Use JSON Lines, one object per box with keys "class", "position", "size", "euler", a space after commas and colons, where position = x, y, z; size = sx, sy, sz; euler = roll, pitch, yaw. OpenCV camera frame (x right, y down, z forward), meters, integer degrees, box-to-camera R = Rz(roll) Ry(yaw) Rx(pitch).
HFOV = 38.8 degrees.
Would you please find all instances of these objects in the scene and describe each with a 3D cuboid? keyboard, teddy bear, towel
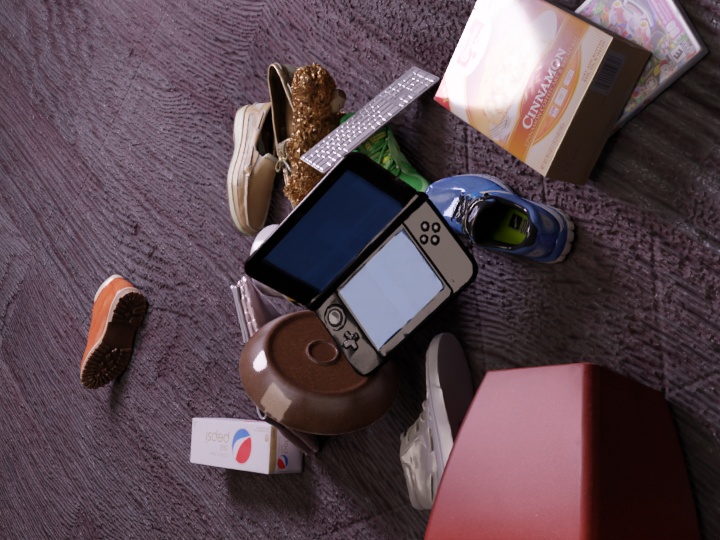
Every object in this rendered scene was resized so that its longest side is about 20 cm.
{"class": "keyboard", "position": [0.013, -0.190, 1.282], "size": [0.199, 0.011, 0.056], "euler": [-41, 37, -15]}
{"class": "teddy bear", "position": [-0.055, -0.169, 1.362], "size": [0.066, 0.144, 0.204], "euler": [16, 100, 26]}
{"class": "towel", "position": [-0.113, 0.130, 1.359], "size": [0.032, 0.191, 0.203], "euler": [-19, 65, 6]}

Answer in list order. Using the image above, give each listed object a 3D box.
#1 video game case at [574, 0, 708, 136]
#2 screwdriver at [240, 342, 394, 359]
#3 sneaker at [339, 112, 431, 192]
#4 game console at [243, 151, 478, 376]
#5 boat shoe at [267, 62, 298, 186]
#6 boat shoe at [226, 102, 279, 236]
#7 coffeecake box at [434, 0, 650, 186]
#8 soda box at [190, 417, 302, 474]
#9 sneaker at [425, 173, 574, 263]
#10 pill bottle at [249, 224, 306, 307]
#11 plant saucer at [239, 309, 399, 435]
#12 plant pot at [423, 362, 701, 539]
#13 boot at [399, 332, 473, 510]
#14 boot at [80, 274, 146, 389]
{"class": "video game case", "position": [0.260, -0.223, 1.098], "size": [0.200, 0.018, 0.145], "euler": [-43, 56, 36]}
{"class": "screwdriver", "position": [-0.053, 0.103, 1.286], "size": [0.029, 0.196, 0.028], "euler": [-147, 64, -81]}
{"class": "sneaker", "position": [0.025, -0.132, 1.289], "size": [0.074, 0.084, 0.200], "euler": [-34, 48, -12]}
{"class": "game console", "position": [0.000, 0.000, 1.139], "size": [0.200, 0.118, 0.173], "euler": [-44, 71, 23]}
{"class": "boat shoe", "position": [-0.101, -0.197, 1.464], "size": [0.073, 0.062, 0.204], "euler": [-22, 69, 43]}
{"class": "boat shoe", "position": [-0.151, -0.154, 1.515], "size": [0.075, 0.071, 0.204], "euler": [-8, 78, 35]}
{"class": "coffeecake box", "position": [0.190, -0.209, 1.107], "size": [0.200, 0.072, 0.156], "euler": [43, 117, 43]}
{"class": "soda box", "position": [-0.166, 0.251, 1.475], "size": [0.198, 0.063, 0.070], "euler": [-5, 81, 47]}
{"class": "sneaker", "position": [0.142, -0.067, 1.150], "size": [0.198, 0.088, 0.080], "euler": [22, 99, 44]}
{"class": "pill bottle", "position": [-0.039, -0.006, 1.307], "size": [0.197, 0.113, 0.117], "euler": [5, 88, 37]}
{"class": "plant saucer", "position": [-0.047, 0.110, 1.231], "size": [0.201, 0.197, 0.037], "euler": [51, 144, 38]}
{"class": "plant pot", "position": [0.202, 0.194, 0.988], "size": [0.198, 0.198, 0.180], "euler": [-10, 65, 47]}
{"class": "boot", "position": [0.081, 0.180, 1.198], "size": [0.094, 0.073, 0.204], "euler": [-16, 74, 38]}
{"class": "boot", "position": [-0.449, 0.108, 1.811], "size": [0.107, 0.074, 0.203], "euler": [36, 103, 47]}
